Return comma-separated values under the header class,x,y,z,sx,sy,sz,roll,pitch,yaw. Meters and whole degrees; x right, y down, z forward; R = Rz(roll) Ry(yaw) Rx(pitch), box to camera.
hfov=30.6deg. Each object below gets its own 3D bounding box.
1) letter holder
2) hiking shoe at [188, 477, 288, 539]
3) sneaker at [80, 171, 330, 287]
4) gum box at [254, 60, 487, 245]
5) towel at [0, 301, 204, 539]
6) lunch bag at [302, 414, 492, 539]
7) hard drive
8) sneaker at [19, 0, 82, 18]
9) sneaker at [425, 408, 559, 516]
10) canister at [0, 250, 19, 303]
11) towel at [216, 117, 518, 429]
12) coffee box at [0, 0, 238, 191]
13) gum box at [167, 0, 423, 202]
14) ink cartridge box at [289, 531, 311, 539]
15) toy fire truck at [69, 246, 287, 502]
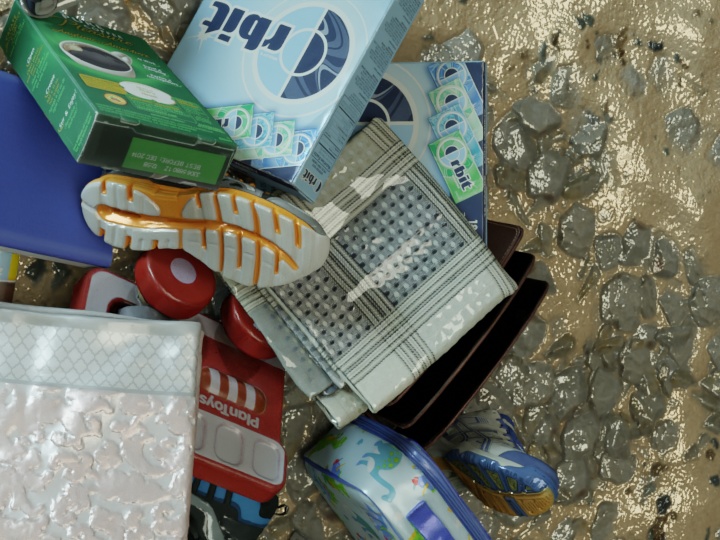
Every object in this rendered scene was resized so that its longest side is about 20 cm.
class,x,y,z,sx,sy,sz,roll,pitch,yaw
letter holder,0.085,0.059,1.196,0.101,0.142,0.200,44,77,-24
hiking shoe,-0.146,0.167,1.144,0.087,0.074,0.200,-45,123,-22
sneaker,-0.114,-0.048,1.021,0.077,0.199,0.079,-55,157,-53
gum box,0.009,-0.093,1.134,0.199,0.045,0.171,0,97,10
towel,-0.217,0.120,0.955,0.199,0.032,0.192,6,72,-8
lunch bag,0.047,0.228,1.190,0.082,0.161,0.200,-42,112,-15
hard drive,-0.262,-0.080,0.996,0.200,0.025,0.133,15,70,-59
sneaker,-0.280,-0.267,0.977,0.201,0.077,0.147,1,65,-27
sneaker,0.117,0.161,1.195,0.088,0.200,0.075,-42,115,-24
canister,-0.344,0.043,1.013,0.148,0.086,0.201,9,91,-30
towel,0.000,0.000,1.068,0.200,0.035,0.193,-38,90,-14
coffee box,-0.187,-0.133,0.996,0.123,0.200,0.044,10,116,-40
gum box,-0.063,-0.176,1.073,0.201,0.169,0.045,-62,151,-7
ink cartridge box,-0.010,0.337,1.249,0.200,0.037,0.095,38,80,-27
toy fire truck,-0.143,0.083,1.058,0.199,0.112,0.169,27,41,-27
